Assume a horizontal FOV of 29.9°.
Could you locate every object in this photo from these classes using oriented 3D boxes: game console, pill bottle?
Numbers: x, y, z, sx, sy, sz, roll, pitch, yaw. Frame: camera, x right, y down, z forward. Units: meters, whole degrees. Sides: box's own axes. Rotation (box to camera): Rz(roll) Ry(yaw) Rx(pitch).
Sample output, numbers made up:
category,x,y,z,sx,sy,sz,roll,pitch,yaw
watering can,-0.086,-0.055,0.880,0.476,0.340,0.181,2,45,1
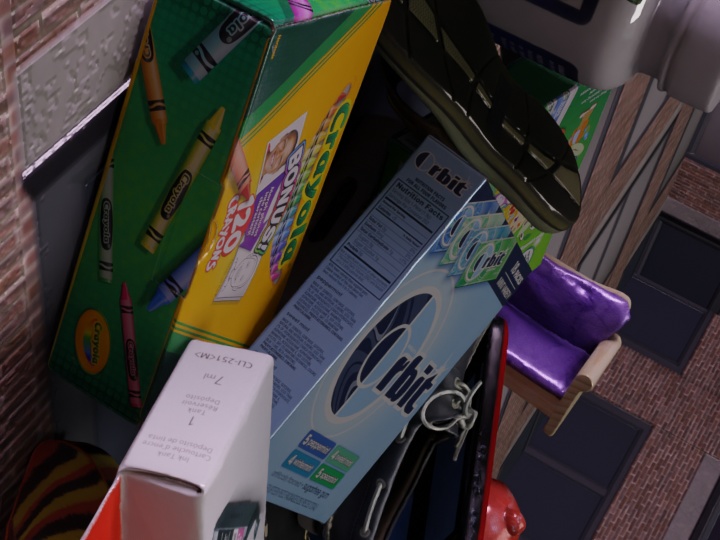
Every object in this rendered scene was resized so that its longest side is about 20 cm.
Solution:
category,x,y,z,sx,sy,sz,roll,pitch,yaw
game console,0.016,0.137,0.942,0.172,0.118,0.200,117,-15,-62
pill bottle,0.123,-0.170,0.746,0.120,0.200,0.120,-55,165,-23

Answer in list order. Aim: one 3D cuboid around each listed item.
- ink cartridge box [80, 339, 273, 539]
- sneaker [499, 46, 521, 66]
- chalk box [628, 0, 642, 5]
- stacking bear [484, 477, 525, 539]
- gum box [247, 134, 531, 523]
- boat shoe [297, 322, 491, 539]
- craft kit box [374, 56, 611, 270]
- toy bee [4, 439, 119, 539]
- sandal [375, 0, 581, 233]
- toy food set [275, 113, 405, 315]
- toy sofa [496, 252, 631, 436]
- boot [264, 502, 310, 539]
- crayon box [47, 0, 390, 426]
category,x,y,z,sx,sy,sz,roll,pitch,yaw
ink cartridge box,-0.086,0.160,0.590,0.174,0.043,0.200,-68,167,-53
sneaker,0.134,-0.218,0.983,0.115,0.075,0.200,-12,119,-65
chalk box,0.120,-0.224,0.635,0.124,0.200,0.125,-55,164,-25
stacking bear,0.037,0.172,1.086,0.114,0.200,0.122,-36,151,-60
gum box,0.006,0.041,0.745,0.200,0.045,0.170,-50,158,-2
boat shoe,0.038,0.093,0.853,0.200,0.062,0.075,-54,155,-12
craft kit box,0.073,-0.039,0.871,0.200,0.048,0.198,-35,155,-38
toy bee,-0.151,0.190,0.662,0.200,0.109,0.131,-66,167,18
sandal,0.047,-0.092,0.725,0.057,0.201,0.080,-18,-149,40
toy food set,0.000,0.000,0.906,0.144,0.060,0.200,-58,161,-15
toy sofa,0.101,0.025,1.041,0.083,0.200,0.098,-38,159,-56
boot,-0.072,0.192,0.844,0.154,0.073,0.204,-21,104,-80
crayon box,-0.065,-0.041,0.622,0.119,0.058,0.200,-34,149,-60
